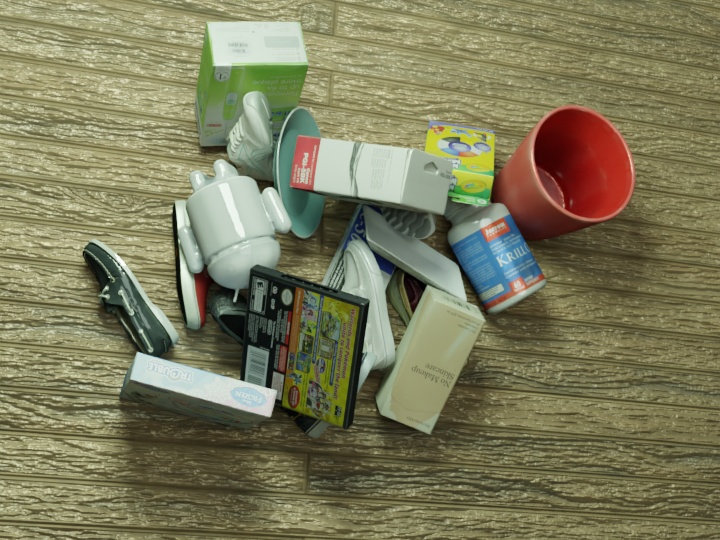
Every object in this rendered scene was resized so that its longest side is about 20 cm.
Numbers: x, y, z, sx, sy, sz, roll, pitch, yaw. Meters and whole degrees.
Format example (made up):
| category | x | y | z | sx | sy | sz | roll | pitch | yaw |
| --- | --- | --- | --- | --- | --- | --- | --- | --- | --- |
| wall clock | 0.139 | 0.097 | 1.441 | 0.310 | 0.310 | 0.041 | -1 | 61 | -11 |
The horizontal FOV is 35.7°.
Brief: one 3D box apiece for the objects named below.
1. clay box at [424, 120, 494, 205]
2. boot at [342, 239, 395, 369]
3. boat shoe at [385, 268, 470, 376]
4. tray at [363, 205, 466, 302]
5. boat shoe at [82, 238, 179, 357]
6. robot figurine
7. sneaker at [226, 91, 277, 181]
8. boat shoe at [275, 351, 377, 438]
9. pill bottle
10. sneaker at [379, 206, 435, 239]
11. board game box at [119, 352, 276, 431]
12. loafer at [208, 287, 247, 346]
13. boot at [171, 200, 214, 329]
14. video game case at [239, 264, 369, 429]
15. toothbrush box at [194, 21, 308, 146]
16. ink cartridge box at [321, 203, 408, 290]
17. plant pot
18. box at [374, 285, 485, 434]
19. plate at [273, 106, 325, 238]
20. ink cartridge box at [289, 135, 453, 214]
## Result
| category | x | y | z | sx | sy | sz | roll | pitch | yaw |
| --- | --- | --- | --- | --- | --- | --- | --- | --- | --- |
| clay box | 0.156 | -0.173 | 1.787 | 0.114 | 0.048 | 0.201 | 9 | 31 | 1 |
| boot | -0.014 | 0.057 | 1.700 | 0.095 | 0.073 | 0.202 | -12 | 84 | -27 |
| boat shoe | 0.111 | 0.083 | 1.783 | 0.074 | 0.066 | 0.201 | -37 | 90 | -20 |
| tray | 0.080 | -0.021 | 1.754 | 0.199 | 0.022 | 0.108 | 32 | 27 | -22 |
| boat shoe | -0.352 | 0.045 | 1.653 | 0.060 | 0.076 | 0.200 | -41 | 90 | -26 |
| robot figurine | -0.185 | -0.059 | 1.639 | 0.168 | 0.113 | 0.202 | -23 | 79 | 11 |
| sneaker | -0.167 | -0.196 | 1.699 | 0.079 | 0.201 | 0.071 | -2 | 60 | 0 |
| boat shoe | -0.057 | 0.169 | 1.654 | 0.091 | 0.201 | 0.071 | 36 | 39 | -3 |
| pill bottle | 0.209 | -0.039 | 1.814 | 0.112 | 0.112 | 0.201 | -28 | 87 | -20 |
| sneaker | 0.061 | -0.134 | 1.784 | 0.082 | 0.075 | 0.200 | -9 | 54 | -51 |
| board game box | -0.236 | 0.176 | 1.592 | 0.198 | 0.199 | 0.044 | 17 | 74 | -12 |
| loafer | -0.146 | 0.100 | 1.678 | 0.200 | 0.071 | 0.068 | 36 | 109 | -28 |
| boot | -0.211 | -0.011 | 1.710 | 0.143 | 0.072 | 0.202 | 0 | 75 | -18 |
| video game case | -0.083 | 0.109 | 1.588 | 0.179 | 0.025 | 0.202 | 17 | 115 | 19 |
| toothbrush box | -0.170 | -0.282 | 1.704 | 0.144 | 0.200 | 0.087 | -3 | 63 | -17 |
| ink cartridge box | 0.000 | 0.000 | 1.781 | 0.093 | 0.044 | 0.201 | 28 | 71 | -10 |
| plant pot | 0.317 | -0.144 | 1.824 | 0.198 | 0.177 | 0.203 | 8 | 70 | -22 |
| box | 0.105 | 0.137 | 1.719 | 0.094 | 0.078 | 0.202 | 21 | 102 | -10 |
| plate | -0.098 | -0.150 | 1.726 | 0.025 | 0.200 | 0.202 | 0 | 75 | 20 |
| ink cartridge box | 0.017 | -0.142 | 1.671 | 0.146 | 0.198 | 0.084 | 8 | 92 | -58 |
